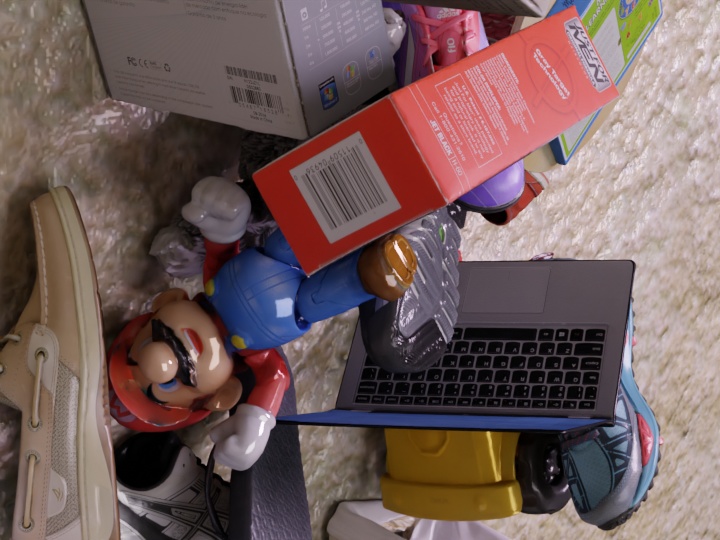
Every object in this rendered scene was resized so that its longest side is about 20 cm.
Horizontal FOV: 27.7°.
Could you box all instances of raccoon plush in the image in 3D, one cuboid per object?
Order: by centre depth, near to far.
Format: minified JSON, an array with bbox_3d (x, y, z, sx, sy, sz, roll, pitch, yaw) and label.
[{"bbox_3d":[-0.056,-0.098,0.886,0.200,0.134,0.097,-22,141,-9],"label":"raccoon plush"}]

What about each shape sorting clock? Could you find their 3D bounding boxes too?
[{"bbox_3d":[0.150,-0.161,0.988,0.200,0.039,0.200,-44,150,-33],"label":"shape sorting clock"}]

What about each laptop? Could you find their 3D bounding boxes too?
[{"bbox_3d":[0.060,0.042,0.907,0.116,0.187,0.200,65,32,-48],"label":"laptop"}]

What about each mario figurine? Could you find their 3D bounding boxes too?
[{"bbox_3d":[-0.071,0.029,0.810,0.200,0.123,0.106,-36,134,21],"label":"mario figurine"}]

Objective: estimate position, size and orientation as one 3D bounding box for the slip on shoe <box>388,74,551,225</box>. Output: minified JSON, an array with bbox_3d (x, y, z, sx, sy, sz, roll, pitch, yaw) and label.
[{"bbox_3d":[0.066,-0.085,1.024,0.061,0.074,0.200,-57,141,1],"label":"slip on shoe"}]

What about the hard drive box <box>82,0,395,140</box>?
[{"bbox_3d":[-0.078,-0.181,0.744,0.077,0.156,0.200,-38,130,-37],"label":"hard drive box"}]

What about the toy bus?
[{"bbox_3d":[0.100,0.072,1.085,0.200,0.136,0.192,-20,101,-48],"label":"toy bus"}]

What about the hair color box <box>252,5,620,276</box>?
[{"bbox_3d":[0.046,-0.072,0.762,0.200,0.101,0.061,-34,96,-50],"label":"hair color box"}]

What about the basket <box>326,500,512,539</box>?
[{"bbox_3d":[0.072,0.258,1.046,0.136,0.200,0.123,10,100,-51],"label":"basket"}]

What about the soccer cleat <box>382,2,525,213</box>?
[{"bbox_3d":[0.054,-0.129,0.909,0.068,0.200,0.073,-11,153,-12],"label":"soccer cleat"}]

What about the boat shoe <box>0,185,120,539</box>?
[{"bbox_3d":[-0.168,0.055,0.777,0.065,0.072,0.200,-5,90,-10],"label":"boat shoe"}]

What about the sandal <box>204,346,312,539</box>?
[{"bbox_3d":[-0.065,0.120,0.879,0.200,0.043,0.076,-94,158,-51],"label":"sandal"}]

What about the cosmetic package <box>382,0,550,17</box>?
[{"bbox_3d":[0.017,-0.210,0.814,0.087,0.200,0.103,27,79,-51],"label":"cosmetic package"}]

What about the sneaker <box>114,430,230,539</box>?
[{"bbox_3d":[-0.105,0.138,0.881,0.200,0.076,0.088,3,96,-54],"label":"sneaker"}]

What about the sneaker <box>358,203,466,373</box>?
[{"bbox_3d":[0.000,0.000,0.921,0.200,0.115,0.075,-72,143,-50],"label":"sneaker"}]

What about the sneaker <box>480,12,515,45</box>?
[{"bbox_3d":[0.112,-0.159,1.045,0.200,0.081,0.075,-18,127,-44],"label":"sneaker"}]

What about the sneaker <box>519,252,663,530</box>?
[{"bbox_3d":[0.138,0.080,0.991,0.095,0.079,0.200,17,51,-31],"label":"sneaker"}]
